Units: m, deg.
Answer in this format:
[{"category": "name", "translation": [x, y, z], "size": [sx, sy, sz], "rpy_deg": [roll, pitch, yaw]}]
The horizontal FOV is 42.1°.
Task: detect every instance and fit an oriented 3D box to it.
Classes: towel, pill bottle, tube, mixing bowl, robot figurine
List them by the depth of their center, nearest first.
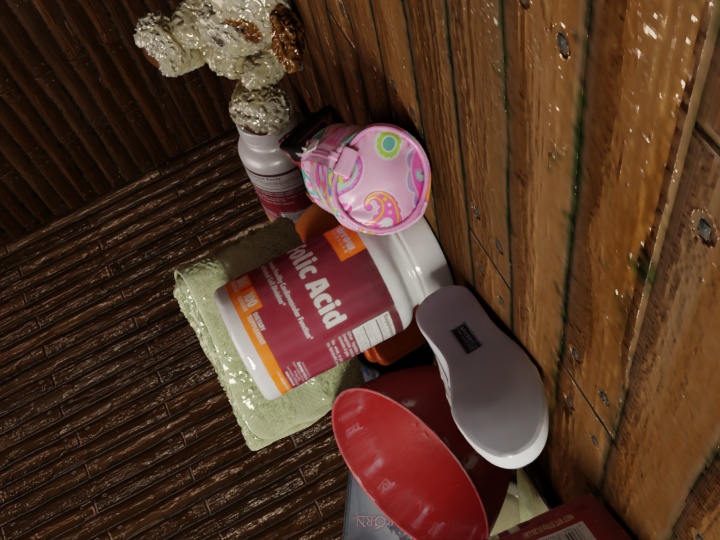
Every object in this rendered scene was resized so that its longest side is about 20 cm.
[{"category": "pill bottle", "translation": [-0.022, 0.023, 0.855], "size": [0.115, 0.199, 0.114], "rpy_deg": [61, 175, 10]}, {"category": "mixing bowl", "translation": [0.077, 0.170, 0.927], "size": [0.199, 0.108, 0.201], "rpy_deg": [32, 142, 29]}, {"category": "tube", "translation": [0.186, 0.275, 0.928], "size": [0.058, 0.052, 0.201], "rpy_deg": [10, 138, 29]}, {"category": "towel", "translation": [-0.086, 0.062, 0.933], "size": [0.202, 0.148, 0.036], "rpy_deg": [66, 158, -7]}, {"category": "robot figurine", "translation": [0.001, 0.000, 1.003], "size": [0.201, 0.116, 0.144], "rpy_deg": [63, -157, -7]}, {"category": "pill bottle", "translation": [-0.111, -0.159, 1.364], "size": [0.113, 0.112, 0.201], "rpy_deg": [59, 173, 37]}]

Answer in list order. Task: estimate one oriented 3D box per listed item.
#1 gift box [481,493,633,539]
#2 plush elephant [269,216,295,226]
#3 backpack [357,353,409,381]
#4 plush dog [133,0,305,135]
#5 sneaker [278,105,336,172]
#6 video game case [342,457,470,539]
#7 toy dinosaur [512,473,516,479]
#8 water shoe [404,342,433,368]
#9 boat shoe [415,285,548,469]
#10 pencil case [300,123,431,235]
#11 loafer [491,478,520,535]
[{"category": "gift box", "translation": [0.147, 0.291, 0.666], "size": [0.200, 0.183, 0.188], "rpy_deg": [-118, 12, -62]}, {"category": "plush elephant", "translation": [-0.028, 0.010, 1.260], "size": [0.164, 0.154, 0.202], "rpy_deg": [21, -119, -32]}, {"category": "backpack", "translation": [-0.051, 0.064, 1.118], "size": [0.199, 0.154, 0.164], "rpy_deg": [34, -140, -20]}, {"category": "plush dog", "translation": [-0.124, -0.265, 0.997], "size": [0.199, 0.161, 0.172], "rpy_deg": [36, 161, -3]}, {"category": "sneaker", "translation": [-0.043, -0.140, 1.107], "size": [0.087, 0.074, 0.200], "rpy_deg": [50, -178, -12]}, {"category": "video game case", "translation": [0.055, 0.233, 1.005], "size": [0.019, 0.141, 0.201], "rpy_deg": [70, -159, -50]}, {"category": "toy dinosaur", "translation": [0.124, 0.234, 1.144], "size": [0.200, 0.105, 0.181], "rpy_deg": [46, -176, 37]}, {"category": "water shoe", "translation": [0.070, 0.110, 1.212], "size": [0.201, 0.071, 0.079], "rpy_deg": [-94, 25, -61]}, {"category": "boat shoe", "translation": [0.101, 0.087, 0.728], "size": [0.066, 0.073, 0.201], "rpy_deg": [60, -172, -33]}, {"category": "pencil case", "translation": [-0.002, -0.080, 0.773], "size": [0.088, 0.087, 0.200], "rpy_deg": [64, 175, -14]}, {"category": "loafer", "translation": [0.160, 0.295, 1.023], "size": [0.075, 0.068, 0.201], "rpy_deg": [24, 150, 35]}]
